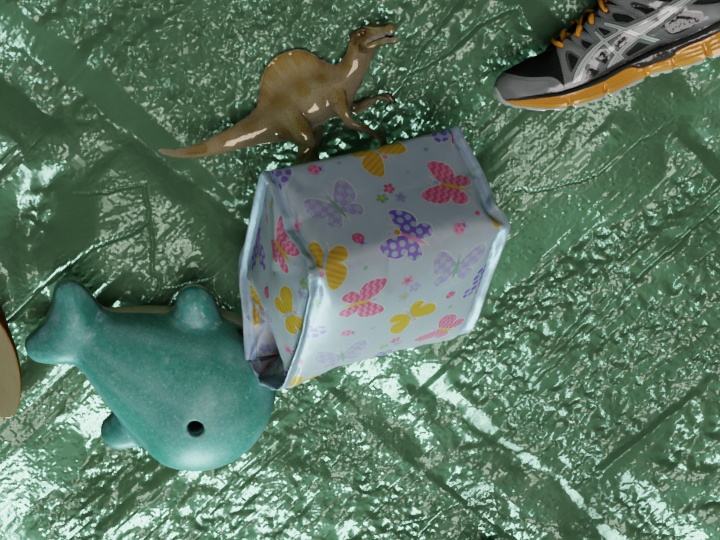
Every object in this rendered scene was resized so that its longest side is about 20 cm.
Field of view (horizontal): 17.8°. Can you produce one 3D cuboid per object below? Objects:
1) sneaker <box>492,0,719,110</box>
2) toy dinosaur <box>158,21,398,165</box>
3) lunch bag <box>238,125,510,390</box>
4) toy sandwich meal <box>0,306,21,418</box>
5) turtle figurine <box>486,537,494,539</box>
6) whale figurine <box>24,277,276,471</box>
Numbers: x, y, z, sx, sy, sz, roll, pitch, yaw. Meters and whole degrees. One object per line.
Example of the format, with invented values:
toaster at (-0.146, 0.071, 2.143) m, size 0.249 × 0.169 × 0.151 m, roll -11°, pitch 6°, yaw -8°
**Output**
sneaker at (0.189, -0.175, 1.708) m, size 0.199 × 0.078 × 0.078 m, roll -21°, pitch 103°, yaw 3°
toy dinosaur at (-0.047, -0.113, 1.739) m, size 0.199 × 0.058 × 0.101 m, roll -32°, pitch 100°, yaw 4°
lunch bag at (0.000, 0.000, 1.725) m, size 0.169 × 0.128 × 0.201 m, roll -15°, pitch 148°, yaw -19°
toy sandwich meal at (-0.368, 0.068, 1.797) m, size 0.203 × 0.070 × 0.206 m, roll 0°, pitch 119°, yaw 1°
turtle figurine at (0.153, 0.324, 1.938) m, size 0.200 × 0.101 × 0.150 m, roll 40°, pitch 94°, yaw -5°
whale figurine at (-0.161, 0.083, 1.791) m, size 0.199 × 0.104 × 0.160 m, roll 27°, pitch 113°, yaw -18°
